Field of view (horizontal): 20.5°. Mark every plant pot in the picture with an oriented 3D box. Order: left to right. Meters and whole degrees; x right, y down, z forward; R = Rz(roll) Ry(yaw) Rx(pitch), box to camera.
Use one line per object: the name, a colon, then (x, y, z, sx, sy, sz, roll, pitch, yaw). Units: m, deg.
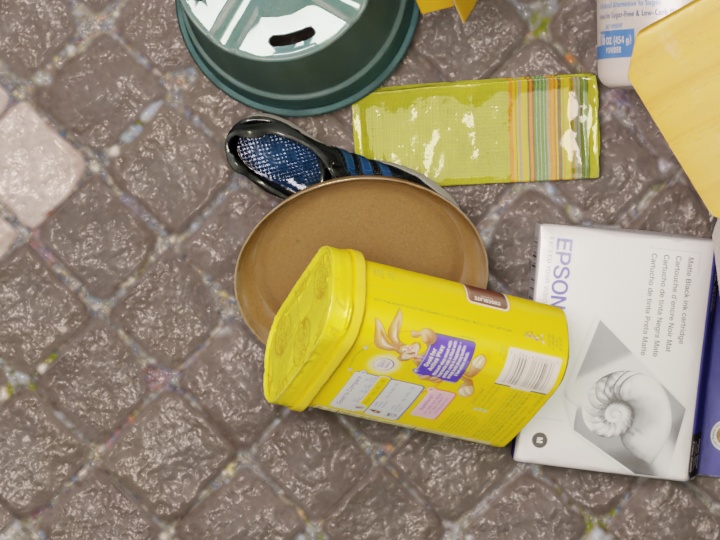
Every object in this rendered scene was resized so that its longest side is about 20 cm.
plant pot: (-0.055, -0.223, 1.505, 0.200, 0.196, 0.200, 0, 90, 3)
plant pot: (0.000, 0.000, 1.566, 0.200, 0.027, 0.200, -3, 129, -3)

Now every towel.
towel: (0.094, -0.112, 1.611, 0.200, 0.018, 0.086, -4, 93, 0)

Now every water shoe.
water shoe: (-0.017, -0.059, 1.574, 0.200, 0.079, 0.072, 22, 104, 3)

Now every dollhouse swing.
dollhouse swing: (0.331, -0.159, 1.487, 0.176, 0.182, 0.200, -26, 101, 40)

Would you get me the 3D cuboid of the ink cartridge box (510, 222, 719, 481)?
ink cartridge box: (0.231, 0.068, 1.611, 0.200, 0.041, 0.200, 5, 93, -1)

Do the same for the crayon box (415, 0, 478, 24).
crayon box: (0.059, -0.283, 1.495, 0.051, 0.200, 0.127, -10, 123, 25)

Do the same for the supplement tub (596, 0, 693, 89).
supplement tub: (0.249, -0.243, 1.550, 0.132, 0.132, 0.200, -2, 93, -1)

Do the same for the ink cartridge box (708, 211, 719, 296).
ink cartridge box: (0.349, -0.043, 1.540, 0.146, 0.084, 0.200, -2, 62, -1)

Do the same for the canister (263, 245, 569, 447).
canister: (0.043, 0.064, 1.539, 0.200, 0.149, 0.087, 14, 52, -18)
